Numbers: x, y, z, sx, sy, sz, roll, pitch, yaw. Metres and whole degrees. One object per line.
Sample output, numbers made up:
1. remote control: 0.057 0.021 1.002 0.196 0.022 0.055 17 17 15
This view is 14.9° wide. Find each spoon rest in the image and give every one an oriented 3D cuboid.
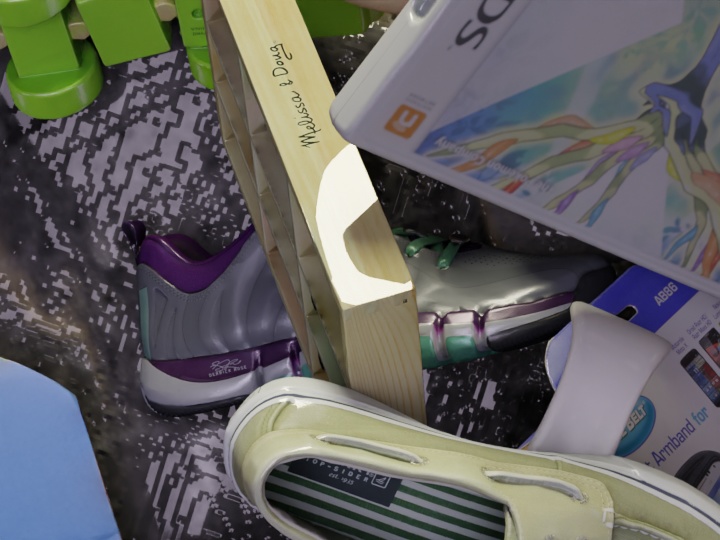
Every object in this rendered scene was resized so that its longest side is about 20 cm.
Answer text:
1. spoon rest: 0.054 0.110 0.999 0.099 0.061 0.200 23 95 4

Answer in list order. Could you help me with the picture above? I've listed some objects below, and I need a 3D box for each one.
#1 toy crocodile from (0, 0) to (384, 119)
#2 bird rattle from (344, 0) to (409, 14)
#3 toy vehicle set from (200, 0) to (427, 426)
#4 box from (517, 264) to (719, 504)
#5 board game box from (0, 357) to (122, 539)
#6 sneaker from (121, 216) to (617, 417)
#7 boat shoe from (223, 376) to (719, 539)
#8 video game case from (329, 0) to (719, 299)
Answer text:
1. toy crocodile: -0.090 -0.111 1.115 0.200 0.062 0.068 -7 135 8
2. bird rattle: 0.032 -0.152 1.058 0.163 0.113 0.200 21 110 -23
3. toy vehicle set: -0.019 -0.024 1.020 0.027 0.124 0.200 -16 51 -8
4. box: 0.146 0.095 1.073 0.200 0.119 0.041 50 140 2
5. board game box: -0.174 0.125 1.168 0.158 0.039 0.200 -16 99 5
6. sneaker: 0.000 0.000 1.107 0.200 0.074 0.088 -12 90 11
7. boat shoe: 0.047 0.094 0.933 0.200 0.062 0.072 17 108 -10
8. video game case: 0.117 -0.085 0.941 0.200 0.022 0.182 21 118 -37
